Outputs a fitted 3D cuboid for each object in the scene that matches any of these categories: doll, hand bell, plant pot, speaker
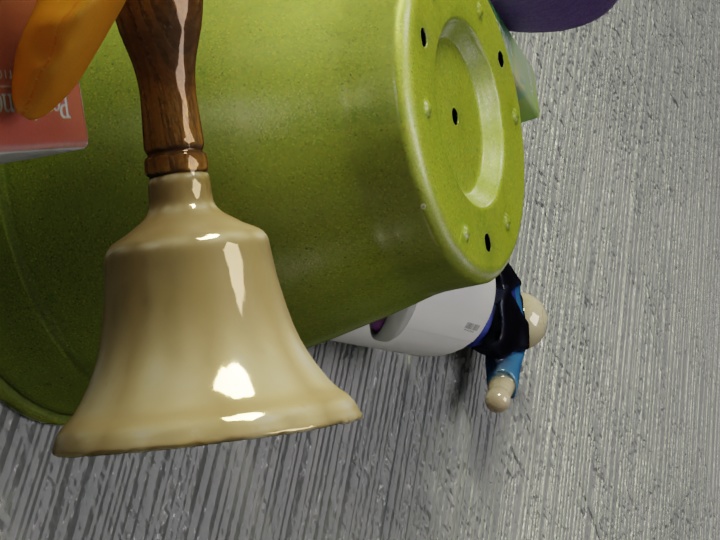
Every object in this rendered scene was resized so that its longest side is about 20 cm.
[{"bbox_3d":[0.077,0.022,1.194,0.200,0.048,0.137,30,46,-69],"label":"doll"},{"bbox_3d":[-0.061,-0.043,0.637,0.104,0.104,0.200,-2,86,-67],"label":"hand bell"},{"bbox_3d":[-0.044,-0.049,0.750,0.200,0.193,0.201,-9,90,-67],"label":"plant pot"},{"bbox_3d":[0.000,0.000,0.983,0.200,0.081,0.081,15,68,-65],"label":"speaker"}]

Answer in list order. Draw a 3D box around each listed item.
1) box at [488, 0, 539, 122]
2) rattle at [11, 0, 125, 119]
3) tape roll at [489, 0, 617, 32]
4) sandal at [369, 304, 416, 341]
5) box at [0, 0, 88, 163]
[{"bbox_3d":[-0.015,-0.115,0.900,0.200,0.144,0.036,46,34,-54],"label":"box"},{"bbox_3d":[-0.117,-0.171,0.558,0.200,0.143,0.130,46,6,-31],"label":"rattle"},{"bbox_3d":[0.039,-0.191,0.874,0.066,0.200,0.200,-65,146,-16],"label":"tape roll"},{"bbox_3d":[0.015,-0.066,0.844,0.082,0.050,0.203,-96,-164,-66],"label":"sandal"},{"bbox_3d":[-0.178,-0.124,0.571,0.152,0.106,0.200,-15,96,-67],"label":"box"}]
